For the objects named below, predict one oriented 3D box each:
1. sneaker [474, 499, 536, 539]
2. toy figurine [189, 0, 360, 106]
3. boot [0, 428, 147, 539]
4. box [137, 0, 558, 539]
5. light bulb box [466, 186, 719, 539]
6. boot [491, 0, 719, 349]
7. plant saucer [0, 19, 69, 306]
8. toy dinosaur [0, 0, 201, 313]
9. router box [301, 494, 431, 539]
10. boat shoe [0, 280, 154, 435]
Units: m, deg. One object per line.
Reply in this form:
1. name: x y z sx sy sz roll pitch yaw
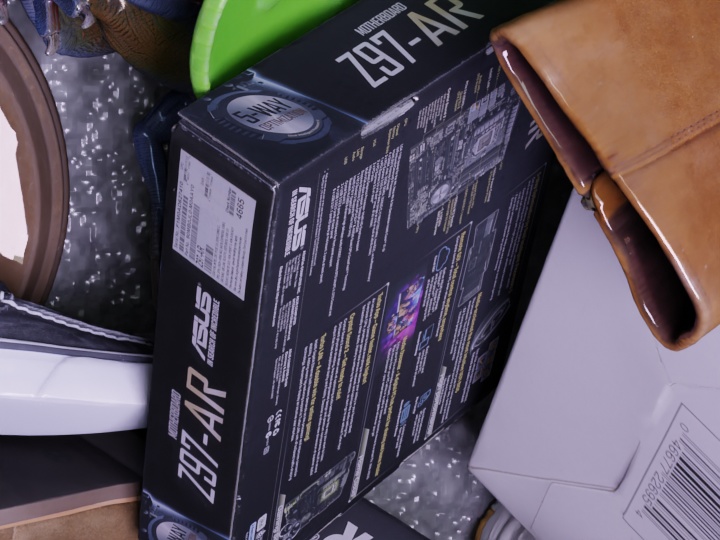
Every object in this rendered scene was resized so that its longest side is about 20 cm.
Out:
1. sneaker: 0.147 0.094 0.886 0.199 0.088 0.076 -32 110 -13
2. toy figurine: -0.051 -0.169 0.710 0.200 0.184 0.150 -49 157 -15
3. boot: -0.123 0.096 0.781 0.199 0.074 0.076 -6 115 -35
4. box: 0.000 0.000 0.739 0.160 0.043 0.201 -36 150 -37
5. light bulb box: 0.164 0.010 0.779 0.200 0.125 0.199 -32 156 -29
6. boot: 0.116 -0.103 0.654 0.199 0.068 0.189 -30 99 -23
7. plant saucer: -0.196 -0.023 0.761 0.199 0.029 0.201 -5 103 -21
8. toy dinosaur: -0.047 -0.088 0.775 0.181 0.105 0.201 2 81 -47
9. router box: 0.033 0.177 0.781 0.051 0.200 0.150 -26 125 -31
10. boat shoe: -0.150 0.014 0.738 0.199 0.072 0.068 8 74 -19
